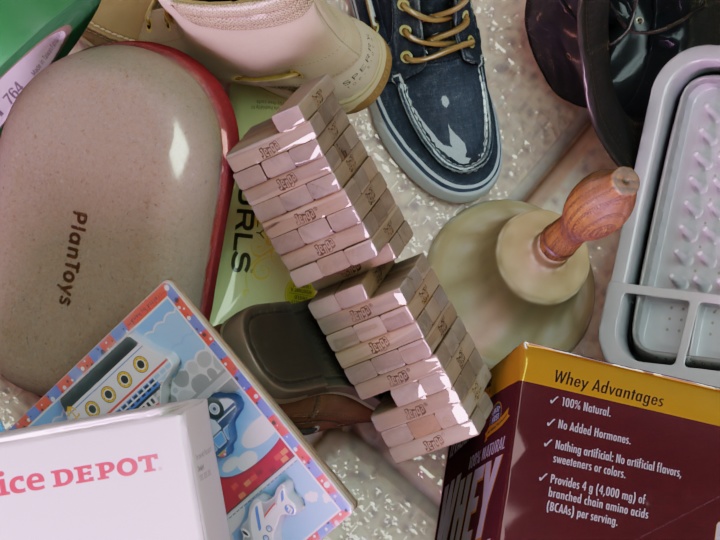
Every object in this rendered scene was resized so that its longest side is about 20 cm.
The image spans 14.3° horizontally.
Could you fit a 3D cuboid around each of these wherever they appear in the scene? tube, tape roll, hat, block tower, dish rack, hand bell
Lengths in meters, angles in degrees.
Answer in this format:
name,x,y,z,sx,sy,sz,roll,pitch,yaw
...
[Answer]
name,x,y,z,sx,sy,sz,roll,pitch,yaw
tube,-0.050,-0.041,1.615,0.058,0.052,0.201,-1,75,21
tape roll,-0.218,-0.089,1.501,0.048,0.200,0.200,43,68,0
hat,0.143,-0.144,1.667,0.081,0.201,0.201,5,67,30
block tower,0.000,0.000,1.515,0.201,0.058,0.054,62,24,-14
dish rack,0.231,-0.023,1.589,0.171,0.044,0.201,5,75,29
hand bell,0.112,-0.017,1.569,0.104,0.200,0.105,4,74,-14

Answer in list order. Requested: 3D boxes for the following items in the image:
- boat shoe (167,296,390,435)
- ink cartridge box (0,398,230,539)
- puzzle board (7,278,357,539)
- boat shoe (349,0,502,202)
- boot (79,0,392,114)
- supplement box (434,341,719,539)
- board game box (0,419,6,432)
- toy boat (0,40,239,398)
name,x,y,z,sx,sy,sz,roll,pitch,yaw
boat shoe,-0.035,0.054,1.550,0.200,0.068,0.072,12,53,-57
ink cartridge box,-0.133,0.172,1.417,0.144,0.085,0.201,-9,93,8
puzzle board,-0.114,0.120,1.488,0.151,0.200,0.017,50,30,3
boat shoe,0.037,-0.142,1.643,0.071,0.091,0.201,-17,80,-19
boot,-0.095,-0.151,1.547,0.199,0.155,0.073,19,80,23
supplement box,0.146,0.169,1.561,0.196,0.133,0.201,13,71,-11
board game box,-0.205,0.194,1.481,0.134,0.034,0.201,-25,95,-13
toy boat,-0.124,-0.026,1.556,0.130,0.131,0.201,16,106,18
